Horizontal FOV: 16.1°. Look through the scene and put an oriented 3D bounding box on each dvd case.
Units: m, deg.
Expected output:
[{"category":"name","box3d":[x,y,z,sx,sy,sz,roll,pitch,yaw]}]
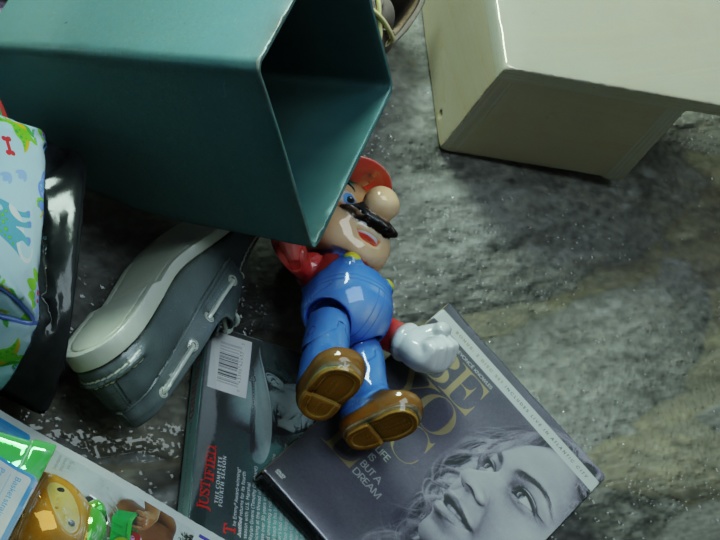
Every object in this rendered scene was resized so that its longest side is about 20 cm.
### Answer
[{"category":"dvd case","box3d":[0.047,0.125,1.543,0.149,0.016,0.200,48,48,3]},{"category":"dvd case","box3d":[-0.013,0.124,1.531,0.199,0.022,0.147,19,53,-22]}]

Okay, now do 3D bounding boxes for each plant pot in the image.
[{"category":"plant pot","box3d":[-0.108,-0.120,1.483,0.199,0.142,0.142,7,48,22]}]

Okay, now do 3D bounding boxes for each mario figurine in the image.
[{"category":"mario figurine","box3d":[0.000,0.000,1.530,0.105,0.124,0.201,-9,48,0]}]

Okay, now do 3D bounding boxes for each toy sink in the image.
[{"category":"toy sink","box3d":[0.155,-0.147,1.747,0.199,0.112,0.131,7,58,-23]}]

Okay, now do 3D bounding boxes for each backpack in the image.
[{"category":"backpack","box3d":[-0.253,-0.025,1.408,0.198,0.154,0.164,10,55,-11]}]

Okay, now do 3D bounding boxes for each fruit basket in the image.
[{"category":"fruit basket","box3d":[-0.165,0.172,1.348,0.199,0.094,0.186,28,50,-3]}]

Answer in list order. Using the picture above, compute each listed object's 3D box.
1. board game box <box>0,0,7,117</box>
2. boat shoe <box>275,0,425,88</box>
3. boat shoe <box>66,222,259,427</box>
[{"category":"board game box","box3d":[-0.219,-0.178,1.577,0.157,0.039,0.201,17,55,-23]},{"category":"boat shoe","box3d":[-0.005,-0.164,1.642,0.200,0.059,0.072,-51,129,-65]},{"category":"boat shoe","box3d":[-0.106,0.020,1.510,0.062,0.072,0.200,59,37,-16]}]
